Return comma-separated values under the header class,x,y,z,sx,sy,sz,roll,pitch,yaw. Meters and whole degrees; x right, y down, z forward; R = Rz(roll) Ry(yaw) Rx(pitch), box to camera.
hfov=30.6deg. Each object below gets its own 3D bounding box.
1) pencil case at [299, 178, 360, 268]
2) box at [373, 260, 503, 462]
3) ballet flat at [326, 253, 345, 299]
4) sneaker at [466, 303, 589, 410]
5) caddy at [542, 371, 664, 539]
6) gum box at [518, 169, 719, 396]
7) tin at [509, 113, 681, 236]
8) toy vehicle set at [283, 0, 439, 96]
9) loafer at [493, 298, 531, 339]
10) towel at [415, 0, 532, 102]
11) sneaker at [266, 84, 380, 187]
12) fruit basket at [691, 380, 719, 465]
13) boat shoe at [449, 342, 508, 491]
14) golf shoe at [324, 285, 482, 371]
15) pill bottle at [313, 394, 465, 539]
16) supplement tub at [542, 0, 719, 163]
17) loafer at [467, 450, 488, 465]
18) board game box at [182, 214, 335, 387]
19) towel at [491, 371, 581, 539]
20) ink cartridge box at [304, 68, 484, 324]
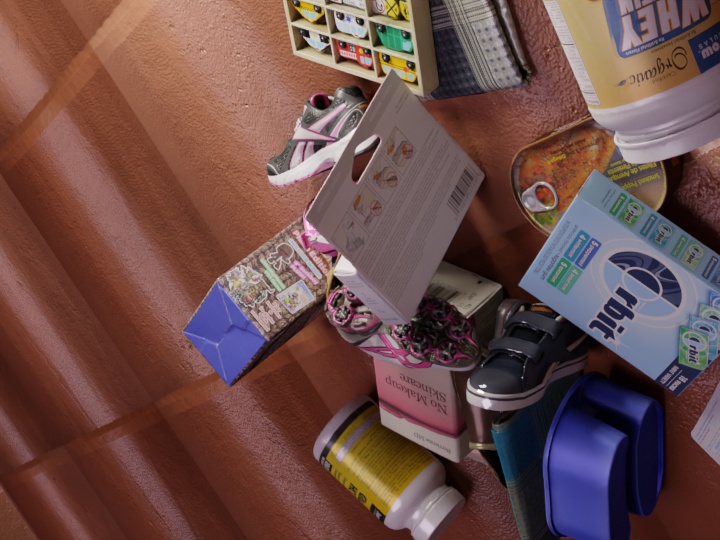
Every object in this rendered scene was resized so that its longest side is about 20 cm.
class,x,y,z,sx,sy,sz,roll,pitch,yaw
pencil case,0.013,-0.070,1.518,0.199,0.093,0.092,-24,89,53
box,0.093,0.103,1.560,0.127,0.109,0.202,22,134,36
ballet flat,0.000,0.000,1.498,0.068,0.064,0.200,17,155,-2
sneaker,0.174,0.081,1.371,0.078,0.199,0.080,12,111,33
caddy,0.255,0.208,1.432,0.104,0.141,0.202,19,132,35
gum box,0.271,0.017,1.290,0.199,0.045,0.170,35,147,6
tin,0.229,-0.094,1.293,0.199,0.042,0.113,-20,100,54
toy vehicle set,-0.005,-0.266,1.387,0.199,0.026,0.125,24,138,39
loafer,0.172,0.114,1.515,0.063,0.072,0.202,23,138,41
towel,0.073,-0.270,1.338,0.192,0.034,0.202,1,122,53
sneaker,-0.044,-0.162,1.541,0.199,0.080,0.087,-20,92,46
fruit basket,0.423,0.174,1.272,0.200,0.093,0.186,52,149,31
boat shoe,0.149,0.167,1.462,0.074,0.075,0.203,-7,130,36
golf shoe,0.057,0.070,1.433,0.199,0.073,0.092,19,157,39
pill bottle,0.041,0.271,1.764,0.200,0.112,0.113,41,144,18
supplement tub,0.237,-0.206,1.091,0.144,0.144,0.202,-8,114,52
loafer,0.142,0.209,1.635,0.199,0.072,0.063,21,142,34
board game box,-0.103,0.028,1.647,0.097,0.200,0.160,48,146,4
towel,0.212,0.213,1.481,0.022,0.146,0.202,15,132,44
ink cartridge box,0.029,-0.075,1.358,0.043,0.201,0.174,-3,141,50
